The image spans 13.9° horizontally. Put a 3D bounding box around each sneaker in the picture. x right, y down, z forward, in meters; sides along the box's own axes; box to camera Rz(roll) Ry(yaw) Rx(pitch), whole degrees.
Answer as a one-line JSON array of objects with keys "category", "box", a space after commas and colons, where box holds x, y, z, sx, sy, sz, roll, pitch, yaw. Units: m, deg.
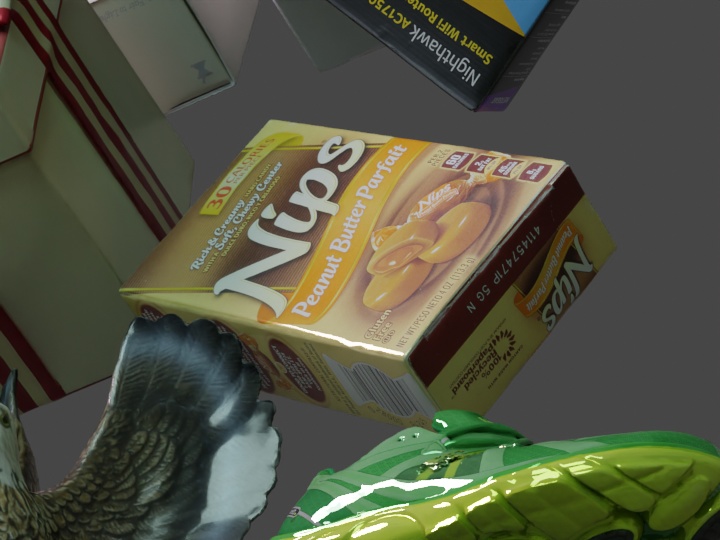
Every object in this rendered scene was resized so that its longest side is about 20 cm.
[{"category": "sneaker", "box": [0.049, 0.082, 1.103, 0.199, 0.074, 0.084, -12, 41, 31]}]

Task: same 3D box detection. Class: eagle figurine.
[{"category": "eagle figurine", "box": [-0.133, 0.106, 1.211, 0.151, 0.152, 0.200, 30, 27, 15]}]

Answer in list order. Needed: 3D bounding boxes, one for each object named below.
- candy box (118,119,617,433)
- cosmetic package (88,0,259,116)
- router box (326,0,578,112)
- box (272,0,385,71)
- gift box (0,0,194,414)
[{"category": "candy box", "box": [0.000, 0.000, 1.274, 0.199, 0.055, 0.116, 12, 53, 49]}, {"category": "cosmetic package", "box": [-0.110, -0.155, 1.548, 0.103, 0.073, 0.200, -21, 27, 18]}, {"category": "router box", "box": [0.025, -0.189, 1.355, 0.200, 0.051, 0.150, 38, 105, 16]}, {"category": "box", "box": [0.028, -0.220, 1.497, 0.152, 0.107, 0.201, -20, 35, 21]}, {"category": "gift box", "box": [-0.200, -0.052, 1.400, 0.184, 0.187, 0.201, -25, 34, 13]}]
